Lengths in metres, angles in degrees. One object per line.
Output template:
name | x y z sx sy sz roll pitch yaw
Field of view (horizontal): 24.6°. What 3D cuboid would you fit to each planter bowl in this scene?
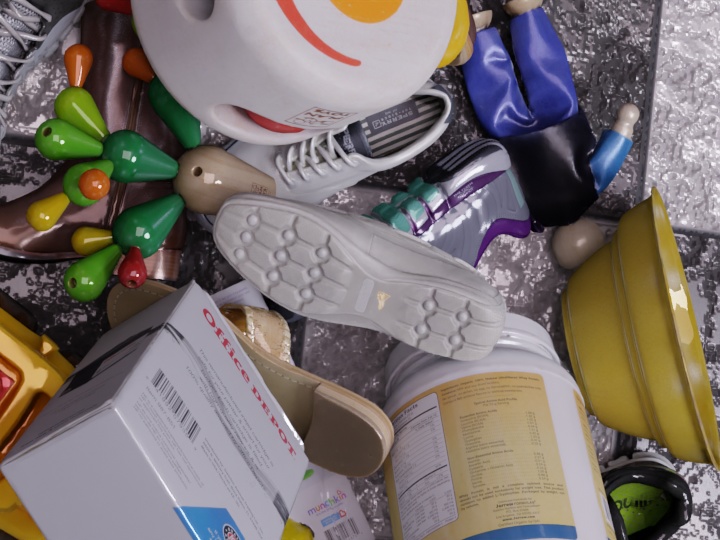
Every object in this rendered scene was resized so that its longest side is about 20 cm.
planter bowl | 0.191 0.049 1.158 0.082 0.200 0.203 -13 92 15

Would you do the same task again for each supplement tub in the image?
supplement tub | 0.088 0.144 1.093 0.143 0.145 0.202 2 52 -13

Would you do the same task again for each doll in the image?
doll | 0.135 -0.096 1.194 0.135 0.048 0.202 -18 94 4

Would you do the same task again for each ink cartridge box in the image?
ink cartridge box | -0.114 0.115 0.980 0.083 0.200 0.146 -28 103 16

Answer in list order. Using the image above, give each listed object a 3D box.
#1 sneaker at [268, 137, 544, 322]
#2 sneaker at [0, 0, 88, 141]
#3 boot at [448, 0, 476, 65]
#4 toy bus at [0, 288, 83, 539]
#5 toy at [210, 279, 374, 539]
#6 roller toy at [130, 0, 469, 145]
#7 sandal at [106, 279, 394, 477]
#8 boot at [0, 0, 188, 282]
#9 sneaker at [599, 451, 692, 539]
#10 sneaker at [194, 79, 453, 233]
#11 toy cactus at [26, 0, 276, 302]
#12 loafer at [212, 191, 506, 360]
sneaker | 0.034 -0.005 1.154 0.199 0.074 0.088 -34 107 -1
sneaker | -0.226 -0.123 1.041 0.075 0.116 0.200 26 119 -33
boot | 0.066 -0.264 1.141 0.166 0.072 0.201 -42 113 -23
toy bus | -0.231 0.089 1.033 0.199 0.192 0.136 39 79 -11
toy | -0.085 0.122 1.134 0.114 0.047 0.202 -24 81 -23
roller toy | -0.036 -0.176 1.018 0.201 0.139 0.183 53 55 -18
sandal | -0.067 0.061 1.103 0.210 0.070 0.078 29 122 7
boot | -0.195 -0.103 1.113 0.184 0.064 0.203 8 87 -21
sneaker | 0.152 0.185 1.172 0.198 0.087 0.075 -20 93 -13
sneaker | -0.026 -0.087 1.146 0.199 0.071 0.074 -29 95 -10
toy cactus | -0.128 -0.074 1.067 0.164 0.102 0.203 16 72 -28
loafer | 0.000 0.000 1.070 0.198 0.070 0.070 25 111 -3
